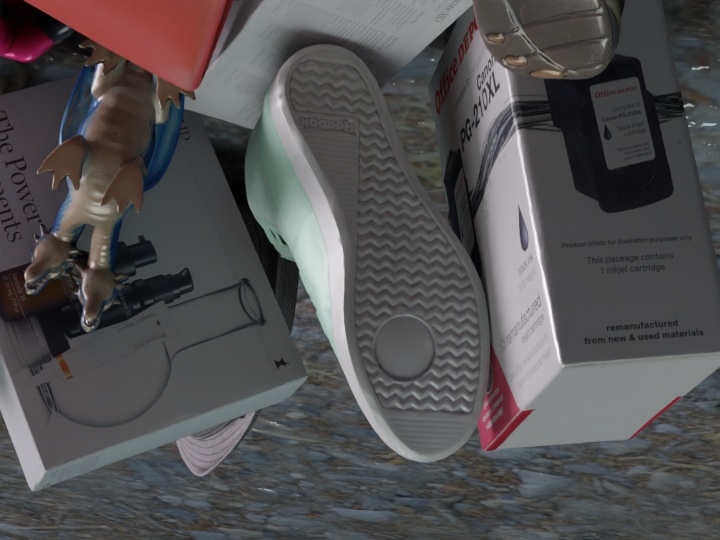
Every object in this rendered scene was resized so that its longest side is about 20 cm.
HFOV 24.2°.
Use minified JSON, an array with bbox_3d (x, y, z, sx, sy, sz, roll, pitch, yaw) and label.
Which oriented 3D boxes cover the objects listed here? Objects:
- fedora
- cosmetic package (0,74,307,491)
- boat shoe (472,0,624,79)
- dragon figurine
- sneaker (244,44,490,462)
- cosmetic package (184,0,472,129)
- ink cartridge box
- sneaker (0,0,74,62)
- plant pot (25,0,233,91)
[{"bbox_3d":[-0.118,0.029,1.048,0.090,0.178,0.200,12,142,-28],"label":"fedora"},{"bbox_3d":[-0.136,-0.004,0.892,0.150,0.201,0.052,-18,168,-26],"label":"cosmetic package"},{"bbox_3d":[0.070,-0.169,0.658,0.074,0.073,0.200,9,139,19],"label":"boat shoe"},{"bbox_3d":[-0.117,-0.071,0.823,0.059,0.201,0.099,19,172,-9],"label":"dragon figurine"},{"bbox_3d":[0.000,0.000,0.825,0.073,0.201,0.118,-16,172,-17],"label":"sneaker"},{"bbox_3d":[-0.017,-0.126,0.815,0.082,0.051,0.200,18,156,-20],"label":"cosmetic package"},{"bbox_3d":[0.096,-0.032,0.790,0.084,0.201,0.145,-3,160,-11],"label":"ink cartridge box"},{"bbox_3d":[-0.108,-0.153,0.747,0.080,0.075,0.200,21,154,-30],"label":"sneaker"},{"bbox_3d":[-0.101,-0.183,0.548,0.177,0.201,0.200,21,156,-6],"label":"plant pot"}]
